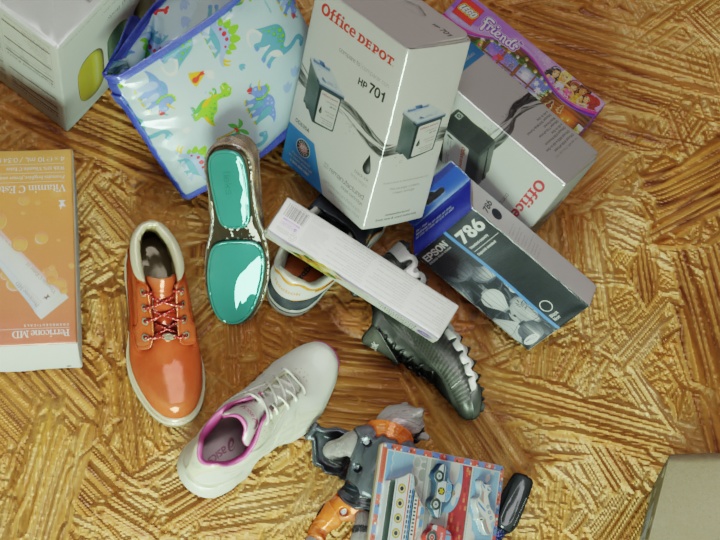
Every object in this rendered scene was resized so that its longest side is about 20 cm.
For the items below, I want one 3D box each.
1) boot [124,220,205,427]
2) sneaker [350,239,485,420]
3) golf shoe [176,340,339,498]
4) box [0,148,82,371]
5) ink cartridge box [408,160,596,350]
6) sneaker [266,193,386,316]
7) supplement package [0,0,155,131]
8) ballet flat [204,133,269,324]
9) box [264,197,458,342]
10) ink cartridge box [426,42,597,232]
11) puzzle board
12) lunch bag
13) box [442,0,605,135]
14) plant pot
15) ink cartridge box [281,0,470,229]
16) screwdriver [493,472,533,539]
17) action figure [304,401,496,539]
[{"bbox_3d":[-0.195,0.050,1.499,0.075,0.107,0.200,-9,75,-13],"label":"boot"},{"bbox_3d":[0.051,0.072,1.549,0.090,0.066,0.200,-24,73,-12],"label":"sneaker"},{"bbox_3d":[-0.092,0.139,1.492,0.075,0.092,0.200,43,70,8],"label":"golf shoe"},{"bbox_3d":[-0.338,-0.009,1.501,0.124,0.097,0.200,-3,73,-9],"label":"box"},{"bbox_3d":[0.130,-0.013,1.541,0.200,0.099,0.039,40,43,-9],"label":"ink cartridge box"},{"bbox_3d":[-0.022,-0.044,1.568,0.078,0.079,0.200,32,69,4],"label":"sneaker"},{"bbox_3d":[-0.306,-0.272,1.536,0.151,0.200,0.152,37,71,5],"label":"supplement package"},{"bbox_3d":[-0.119,-0.044,1.535,0.068,0.200,0.067,6,26,5],"label":"ballet flat"},{"bbox_3d":[0.000,0.000,1.498,0.200,0.039,0.041,32,77,-2],"label":"box"},{"bbox_3d":[0.117,-0.123,1.567,0.200,0.145,0.084,42,43,7],"label":"ink cartridge box"},{"bbox_3d":[0.068,0.273,1.451,0.151,0.017,0.200,15,76,-35],"label":"puzzle board"},{"bbox_3d":[-0.148,-0.194,1.540,0.127,0.170,0.200,20,60,44],"label":"lunch bag"},{"bbox_3d":[0.144,-0.190,1.658,0.200,0.039,0.137,39,71,6],"label":"box"},{"bbox_3d":[0.355,0.277,1.465,0.177,0.200,0.200,14,70,9],"label":"plant pot"},{"bbox_3d":[0.011,-0.165,1.498,0.086,0.200,0.146,-15,42,-36],"label":"ink cartridge box"},{"bbox_3d":[0.121,0.289,1.505,0.028,0.029,0.200,26,70,1],"label":"screwdriver"},{"bbox_3d":[0.035,0.222,1.479,0.200,0.105,0.194,14,80,-2],"label":"action figure"}]
